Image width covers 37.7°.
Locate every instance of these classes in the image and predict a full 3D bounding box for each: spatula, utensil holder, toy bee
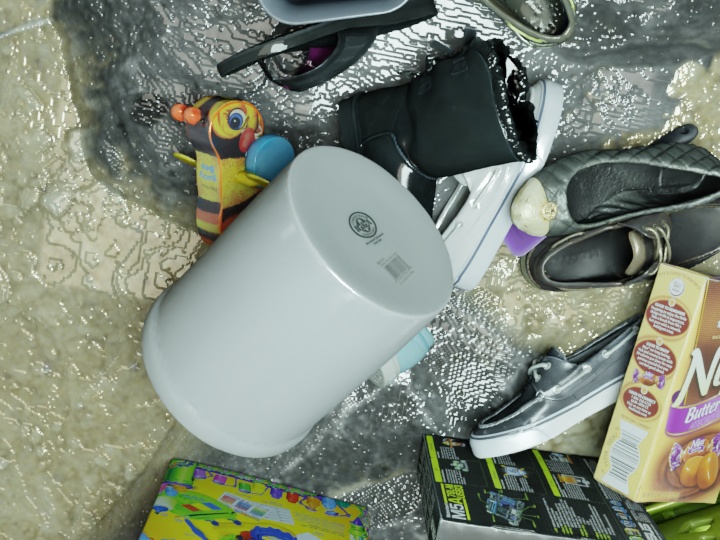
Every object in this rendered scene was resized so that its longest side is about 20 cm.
[{"bbox_3d":[0.212,-0.079,0.940,0.199,0.057,0.021,-28,136,-1],"label":"spatula"},{"bbox_3d":[-0.050,0.024,0.826,0.170,0.170,0.200,40,124,-9],"label":"utensil holder"},{"bbox_3d":[-0.118,-0.105,0.896,0.130,0.108,0.201,-10,83,45],"label":"toy bee"}]

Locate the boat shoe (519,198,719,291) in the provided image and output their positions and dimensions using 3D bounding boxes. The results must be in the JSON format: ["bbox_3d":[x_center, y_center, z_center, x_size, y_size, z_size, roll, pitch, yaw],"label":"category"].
[{"bbox_3d":[0.243,-0.016,0.934,0.199,0.073,0.075,-16,103,3],"label":"boat shoe"}]

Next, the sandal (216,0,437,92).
[{"bbox_3d":[-0.019,-0.180,0.861,0.200,0.075,0.048,-21,97,-23],"label":"sandal"}]

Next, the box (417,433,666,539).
[{"bbox_3d":[0.151,0.207,0.921,0.192,0.200,0.048,6,101,-3],"label":"box"}]

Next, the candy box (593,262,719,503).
[{"bbox_3d":[0.288,0.102,0.926,0.116,0.056,0.201,10,98,-37],"label":"candy box"}]

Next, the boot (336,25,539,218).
[{"bbox_3d":[0.071,-0.086,0.873,0.162,0.073,0.200,-16,83,33],"label":"boot"}]

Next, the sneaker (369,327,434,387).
[{"bbox_3d":[0.000,0.000,0.950,0.082,0.074,0.201,-30,98,-24],"label":"sneaker"}]

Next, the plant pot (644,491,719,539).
[{"bbox_3d":[0.325,0.308,0.954,0.199,0.182,0.200,-20,103,4],"label":"plant pot"}]

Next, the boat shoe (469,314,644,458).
[{"bbox_3d":[0.183,0.103,0.962,0.199,0.072,0.068,-26,96,-1],"label":"boat shoe"}]

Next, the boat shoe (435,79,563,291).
[{"bbox_3d":[0.110,-0.079,0.920,0.065,0.074,0.201,23,101,-10],"label":"boat shoe"}]

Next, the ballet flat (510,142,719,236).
[{"bbox_3d":[0.219,-0.071,0.889,0.199,0.057,0.067,-14,111,-14],"label":"ballet flat"}]

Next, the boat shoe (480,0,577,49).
[{"bbox_3d":[0.106,-0.267,0.883,0.202,0.060,0.072,44,99,-9],"label":"boat shoe"}]

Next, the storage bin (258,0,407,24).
[{"bbox_3d":[-0.013,-0.303,0.834,0.145,0.134,0.201,-6,104,5],"label":"storage bin"}]

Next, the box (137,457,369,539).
[{"bbox_3d":[-0.102,0.281,0.939,0.199,0.193,0.123,16,102,-3],"label":"box"}]
